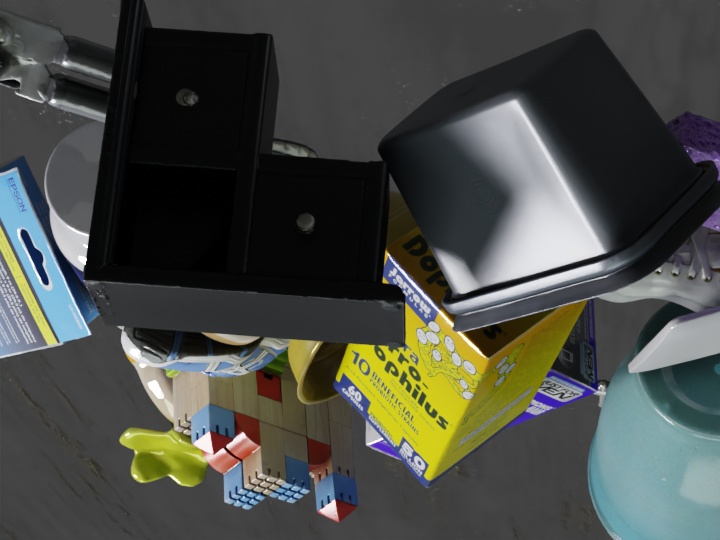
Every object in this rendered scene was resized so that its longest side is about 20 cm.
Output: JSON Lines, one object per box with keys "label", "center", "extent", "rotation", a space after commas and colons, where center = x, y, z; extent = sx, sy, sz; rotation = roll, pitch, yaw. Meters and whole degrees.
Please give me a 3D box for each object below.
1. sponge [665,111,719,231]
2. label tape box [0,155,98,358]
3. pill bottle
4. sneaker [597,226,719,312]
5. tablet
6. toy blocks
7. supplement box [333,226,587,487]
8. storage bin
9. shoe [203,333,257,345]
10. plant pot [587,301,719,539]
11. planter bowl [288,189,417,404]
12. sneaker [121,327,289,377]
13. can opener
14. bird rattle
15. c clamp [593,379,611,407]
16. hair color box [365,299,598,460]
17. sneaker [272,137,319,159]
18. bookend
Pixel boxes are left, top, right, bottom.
{"label": "sponge", "center": [0.274, -0.051, 1.434], "extent": [0.199, 0.030, 0.112], "rotation": [18, 161, -16]}
{"label": "label tape box", "center": [-0.276, -0.011, 1.704], "extent": [0.200, 0.066, 0.144], "rotation": [-14, 104, 49]}
{"label": "pill bottle", "center": [-0.170, -0.033, 1.617], "extent": [0.115, 0.116, 0.200], "rotation": [8, 160, 10]}
{"label": "sneaker", "center": [0.229, -0.015, 1.516], "extent": [0.199, 0.073, 0.085], "rotation": [12, 157, -31]}
{"label": "tablet", "center": [0.301, 0.034, 1.551], "extent": [0.199, 0.014, 0.130], "rotation": [-14, 165, -12]}
{"label": "toy blocks", "center": [-0.079, 0.135, 1.760], "extent": [0.200, 0.137, 0.100], "rotation": [23, 137, -33]}
{"label": "supplement box", "center": [0.070, 0.047, 1.523], "extent": [0.109, 0.109, 0.200], "rotation": [46, 150, 17]}
{"label": "storage bin", "center": [0.116, -0.066, 1.338], "extent": [0.200, 0.145, 0.135], "rotation": [-16, 111, 54]}
{"label": "shoe", "center": [-0.111, -0.016, 1.511], "extent": [0.053, 0.070, 0.200], "rotation": [7, 143, 40]}
{"label": "plant pot", "center": [0.281, 0.116, 1.688], "extent": [0.199, 0.201, 0.188], "rotation": [8, 147, 10]}
{"label": "planter bowl", "center": [0.000, 0.000, 1.590], "extent": [0.083, 0.200, 0.200], "rotation": [44, 168, 16]}
{"label": "sneaker", "center": [-0.109, 0.054, 1.629], "extent": [0.200, 0.076, 0.077], "rotation": [-6, 143, -51]}
{"label": "can opener", "center": [-0.194, -0.137, 1.461], "extent": [0.199, 0.054, 0.067], "rotation": [17, -167, -17]}
{"label": "bird rattle", "center": [-0.139, 0.096, 1.938], "extent": [0.112, 0.200, 0.163], "rotation": [-20, 107, 37]}
{"label": "c clamp", "center": [0.133, 0.087, 1.915], "extent": [0.199, 0.027, 0.171], "rotation": [11, 161, 2]}
{"label": "hair color box", "center": [0.094, 0.071, 1.698], "extent": [0.065, 0.110, 0.200], "rotation": [24, 144, -36]}
{"label": "sneaker", "center": [-0.068, -0.046, 1.575], "extent": [0.077, 0.080, 0.200], "rotation": [6, 160, 14]}
{"label": "bookend", "center": [-0.062, -0.063, 1.362], "extent": [0.199, 0.199, 0.092], "rotation": [5, 161, 3]}
